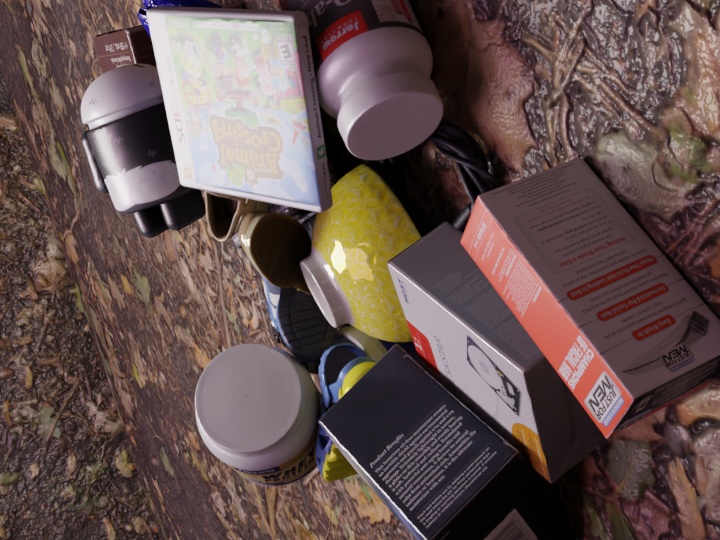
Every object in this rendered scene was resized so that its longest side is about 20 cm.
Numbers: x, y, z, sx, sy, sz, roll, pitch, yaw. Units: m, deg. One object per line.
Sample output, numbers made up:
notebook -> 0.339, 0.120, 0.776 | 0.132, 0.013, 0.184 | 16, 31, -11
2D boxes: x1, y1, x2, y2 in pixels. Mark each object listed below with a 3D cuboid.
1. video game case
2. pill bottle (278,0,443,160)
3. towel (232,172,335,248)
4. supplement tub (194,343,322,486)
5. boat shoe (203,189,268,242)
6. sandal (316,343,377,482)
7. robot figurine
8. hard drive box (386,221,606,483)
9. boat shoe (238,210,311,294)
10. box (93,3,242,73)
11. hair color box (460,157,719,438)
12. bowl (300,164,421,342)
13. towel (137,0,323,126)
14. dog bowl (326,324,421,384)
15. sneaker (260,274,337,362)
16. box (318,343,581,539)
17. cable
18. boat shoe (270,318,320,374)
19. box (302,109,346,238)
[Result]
video game case -> -0.117, -0.156, 0.978 | 0.199, 0.022, 0.184 | 13, 122, 37
pill bottle -> 0.000, -0.211, 0.952 | 0.116, 0.115, 0.201 | 113, 141, -56
towel -> -0.121, -0.125, 1.221 | 0.200, 0.085, 0.167 | -25, 85, 62
supplement tub -> -0.114, 0.172, 1.221 | 0.145, 0.143, 0.200 | 60, 176, 20
boat shoe -> -0.138, -0.103, 1.093 | 0.072, 0.065, 0.201 | 35, 150, 16
sandal -> -0.015, 0.157, 1.159 | 0.087, 0.079, 0.201 | 52, 142, 39
robot figurine -> -0.254, -0.146, 1.232 | 0.125, 0.149, 0.202 | -155, 44, -74
hard drive box -> 0.126, 0.071, 0.942 | 0.200, 0.076, 0.157 | 40, 158, 47
boat shoe -> -0.091, -0.021, 1.139 | 0.066, 0.074, 0.200 | 26, 173, 25
box -> -0.236, -0.238, 1.382 | 0.165, 0.163, 0.202 | 15, 121, 59
hair color box -> 0.180, 0.016, 0.799 | 0.201, 0.110, 0.064 | 56, 152, 28
bowl -> 0.000, 0.000, 1.092 | 0.201, 0.107, 0.200 | 59, 170, 18
towel -> -0.135, -0.204, 1.047 | 0.199, 0.050, 0.148 | 29, 157, 30
dog bowl -> 0.034, 0.154, 1.229 | 0.200, 0.078, 0.202 | 44, 145, 43
sneaker -> -0.075, 0.045, 1.250 | 0.201, 0.073, 0.083 | -111, 18, -46
box -> 0.088, 0.213, 1.030 | 0.198, 0.123, 0.200 | 41, 170, 47
cable -> 0.071, -0.074, 1.022 | 0.199, 0.050, 0.165 | -2, 107, 63
boat shoe -> -0.086, 0.075, 1.345 | 0.200, 0.064, 0.074 | -106, 16, -67
box -> -0.060, -0.080, 1.281 | 0.161, 0.049, 0.202 | -34, 78, 62
